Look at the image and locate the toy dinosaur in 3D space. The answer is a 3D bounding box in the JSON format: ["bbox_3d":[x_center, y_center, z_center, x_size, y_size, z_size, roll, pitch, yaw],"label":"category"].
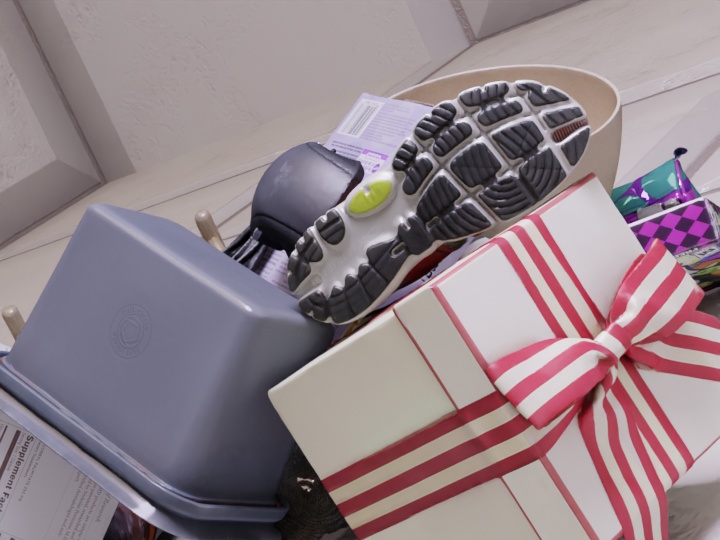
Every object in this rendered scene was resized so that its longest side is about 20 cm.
[{"bbox_3d":[-0.014,0.120,1.196,0.102,0.077,0.200,15,59,20],"label":"toy dinosaur"}]

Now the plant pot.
[{"bbox_3d":[0.105,-0.056,1.403,0.199,0.135,0.200,-9,25,4],"label":"plant pot"}]

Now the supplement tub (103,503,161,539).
[{"bbox_3d":[-0.194,0.169,1.406,0.107,0.107,0.200,-21,11,20],"label":"supplement tub"}]

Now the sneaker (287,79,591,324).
[{"bbox_3d":[0.045,-0.043,1.065,0.200,0.077,0.085,-33,-5,18],"label":"sneaker"}]

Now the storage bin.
[{"bbox_3d":[-0.108,0.056,1.116,0.200,0.135,0.145,32,11,35],"label":"storage bin"}]

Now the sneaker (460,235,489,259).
[{"bbox_3d":[0.000,0.000,1.321,0.199,0.082,0.077,-21,-11,24],"label":"sneaker"}]

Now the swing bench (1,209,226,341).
[{"bbox_3d":[-0.173,0.086,1.612,0.198,0.200,0.130,-28,55,-9],"label":"swing bench"}]

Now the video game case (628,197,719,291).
[{"bbox_3d":[0.178,0.009,1.332,0.199,0.036,0.181,-21,-14,18],"label":"video game case"}]

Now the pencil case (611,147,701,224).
[{"bbox_3d":[0.186,-0.021,1.502,0.199,0.085,0.092,-23,-15,14],"label":"pencil case"}]

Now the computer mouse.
[{"bbox_3d":[-0.063,-0.027,1.177,0.141,0.046,0.200,-53,10,1],"label":"computer mouse"}]

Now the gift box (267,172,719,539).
[{"bbox_3d":[0.099,0.077,1.030,0.187,0.200,0.184,-35,4,47],"label":"gift box"}]

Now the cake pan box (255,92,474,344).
[{"bbox_3d":[-0.001,-0.026,1.230,0.184,0.052,0.200,-53,25,-8],"label":"cake pan box"}]

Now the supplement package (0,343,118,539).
[{"bbox_3d":[-0.229,0.172,1.203,0.156,0.111,0.201,-116,50,-79],"label":"supplement package"}]
